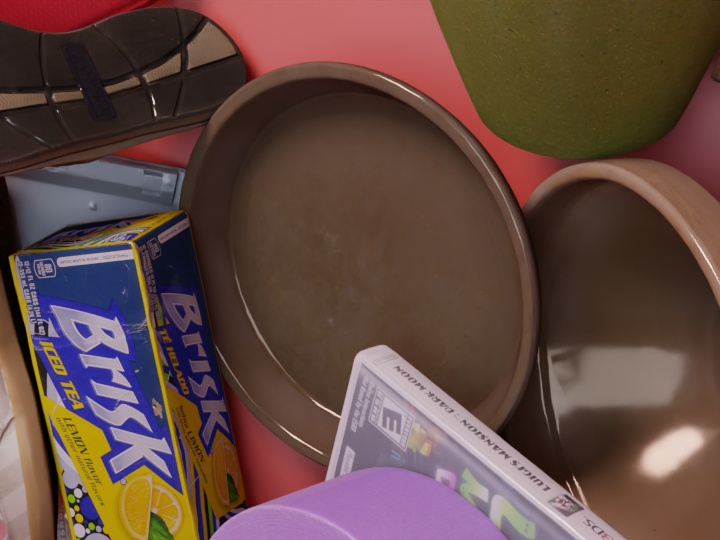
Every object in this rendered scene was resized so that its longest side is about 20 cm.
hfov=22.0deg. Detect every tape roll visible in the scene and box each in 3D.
[{"bbox_3d":[0.008,0.190,0.807,0.200,0.066,0.200,20,117,45],"label":"tape roll"}]

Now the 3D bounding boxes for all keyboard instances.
[{"bbox_3d":[-0.187,-0.041,0.905,0.200,0.011,0.056,10,111,-8],"label":"keyboard"}]

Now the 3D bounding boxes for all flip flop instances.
[{"bbox_3d":[-0.148,-0.079,0.857,0.058,0.200,0.081,-43,65,54],"label":"flip flop"}]

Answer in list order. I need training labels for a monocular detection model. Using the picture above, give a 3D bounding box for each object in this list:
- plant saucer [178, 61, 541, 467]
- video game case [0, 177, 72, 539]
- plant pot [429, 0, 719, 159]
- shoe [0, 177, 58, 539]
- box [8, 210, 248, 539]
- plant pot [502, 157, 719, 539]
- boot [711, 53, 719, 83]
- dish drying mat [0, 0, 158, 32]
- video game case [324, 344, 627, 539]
[{"bbox_3d":[0.000,0.000,0.855,0.200,0.029,0.200,13,114,31],"label":"plant saucer"},{"bbox_3d":[-0.229,0.050,0.959,0.182,0.023,0.200,-3,96,16],"label":"video game case"},{"bbox_3d":[0.092,-0.154,0.763,0.187,0.187,0.200,9,130,15],"label":"plant pot"},{"bbox_3d":[-0.183,0.041,0.890,0.053,0.070,0.200,-10,97,-2],"label":"shoe"},{"bbox_3d":[-0.105,0.076,0.892,0.070,0.064,0.200,-6,104,20],"label":"box"},{"bbox_3d":[0.144,0.049,0.795,0.093,0.201,0.201,-7,96,-24],"label":"plant pot"},{"bbox_3d":[0.225,-0.066,0.782,0.155,0.077,0.200,12,94,8],"label":"boot"},{"bbox_3d":[-0.177,-0.121,0.867,0.200,0.018,0.077,-30,123,-8],"label":"dish drying mat"},{"bbox_3d":[0.041,0.163,0.826,0.182,0.023,0.200,38,127,36],"label":"video game case"}]
